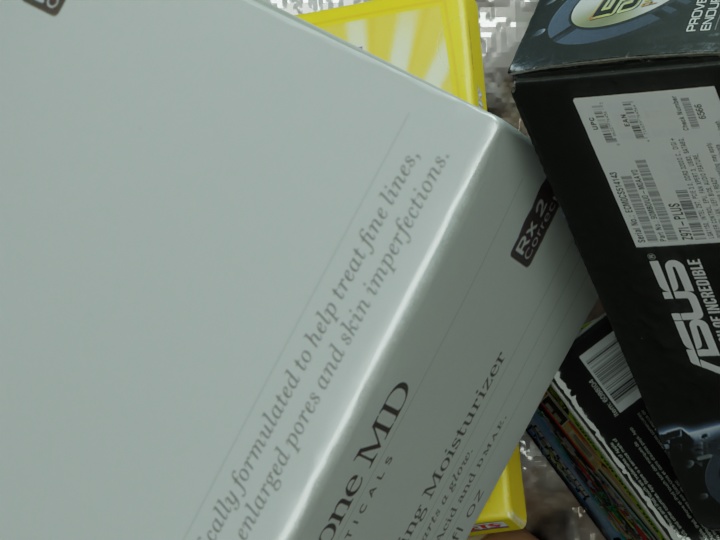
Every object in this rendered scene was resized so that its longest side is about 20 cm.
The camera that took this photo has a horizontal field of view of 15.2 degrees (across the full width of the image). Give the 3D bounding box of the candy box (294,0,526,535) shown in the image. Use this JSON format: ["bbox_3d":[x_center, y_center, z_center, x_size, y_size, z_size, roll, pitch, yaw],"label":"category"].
[{"bbox_3d":[0.000,0.000,0.967,0.102,0.026,0.201,-9,72,13],"label":"candy box"}]

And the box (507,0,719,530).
[{"bbox_3d":[0.138,-0.042,0.862,0.086,0.200,0.164,-3,42,30],"label":"box"}]

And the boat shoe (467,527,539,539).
[{"bbox_3d":[0.005,0.169,0.946,0.072,0.076,0.200,17,80,41],"label":"boat shoe"}]

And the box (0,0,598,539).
[{"bbox_3d":[-0.052,0.016,0.893,0.200,0.131,0.199,28,89,29],"label":"box"}]

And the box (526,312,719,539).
[{"bbox_3d":[0.128,0.108,0.959,0.035,0.110,0.200,-36,87,-8],"label":"box"}]
